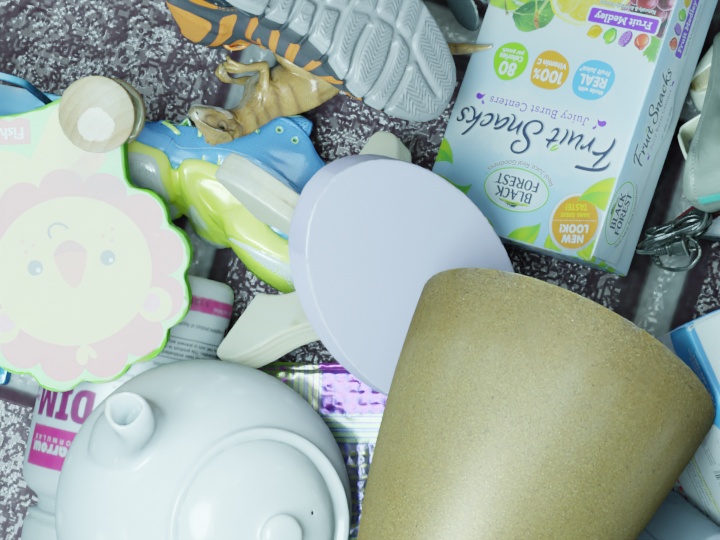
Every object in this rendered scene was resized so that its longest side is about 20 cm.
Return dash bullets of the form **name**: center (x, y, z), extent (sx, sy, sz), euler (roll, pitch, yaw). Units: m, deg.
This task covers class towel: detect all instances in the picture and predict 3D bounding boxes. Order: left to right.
- **towel**: center (0.027, 0.130, 1.391), extent (0.200, 0.023, 0.144), euler (-1, 86, 5)

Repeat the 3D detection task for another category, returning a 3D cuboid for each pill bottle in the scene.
- **pill bottle**: center (-0.155, 0.097, 1.359), extent (0.113, 0.113, 0.200), euler (11, 86, 5)

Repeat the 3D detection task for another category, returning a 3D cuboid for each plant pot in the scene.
- **plant pot**: center (0.078, 0.133, 1.191), extent (0.186, 0.186, 0.200), euler (25, 69, 5)

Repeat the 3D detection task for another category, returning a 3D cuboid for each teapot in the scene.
- **teapot**: center (-0.076, 0.151, 1.260), extent (0.200, 0.146, 0.198), euler (-8, 98, -32)

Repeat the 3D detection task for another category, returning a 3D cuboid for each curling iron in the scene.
- **curling iron**: center (0.263, -0.060, 1.326), extent (0.200, 0.050, 0.026), euler (-34, 115, 0)

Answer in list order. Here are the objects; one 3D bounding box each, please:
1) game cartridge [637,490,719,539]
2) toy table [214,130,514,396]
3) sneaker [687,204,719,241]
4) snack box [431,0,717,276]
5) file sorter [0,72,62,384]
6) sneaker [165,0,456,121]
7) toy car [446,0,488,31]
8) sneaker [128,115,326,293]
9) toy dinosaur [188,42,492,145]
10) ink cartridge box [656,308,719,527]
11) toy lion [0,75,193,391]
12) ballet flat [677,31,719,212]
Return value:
- **game cartridge**: center (0.127, 0.196, 1.282), extent (0.200, 0.133, 0.042), euler (-22, 97, -5)
- **toy table**: center (0.000, 0.000, 1.312), extent (0.184, 0.117, 0.200), euler (-45, 126, -20)
- **sneaker**: center (0.315, -0.044, 1.359), extent (0.200, 0.073, 0.071), euler (8, 90, 5)
- **snack box**: center (0.135, -0.111, 1.356), extent (0.142, 0.053, 0.200), euler (17, 87, 39)
- **file sorter**: center (-0.291, -0.037, 1.376), extent (0.139, 0.123, 0.200), euler (11, 87, 5)
- **sneaker**: center (-0.037, -0.157, 1.322), extent (0.200, 0.112, 0.078), euler (34, 73, -25)
- **toy car**: center (0.000, -0.224, 1.353), extent (0.200, 0.164, 0.158), euler (41, 89, 2)
- **sneaker**: center (-0.092, -0.074, 1.398), extent (0.200, 0.076, 0.105), euler (35, 76, -1)
- **toy dinosaur**: center (-0.028, -0.135, 1.386), extent (0.200, 0.060, 0.106), euler (-25, 66, -15)
- **ink cartridge box**: center (0.241, 0.095, 1.289), extent (0.085, 0.200, 0.145), euler (-23, 85, -8)
- **toy lion**: center (-0.204, -0.022, 1.286), extent (0.200, 0.069, 0.192), euler (-1, 93, 0)
- **ballet flat**: center (0.234, -0.110, 1.336), extent (0.064, 0.200, 0.067), euler (-21, 121, 29)
